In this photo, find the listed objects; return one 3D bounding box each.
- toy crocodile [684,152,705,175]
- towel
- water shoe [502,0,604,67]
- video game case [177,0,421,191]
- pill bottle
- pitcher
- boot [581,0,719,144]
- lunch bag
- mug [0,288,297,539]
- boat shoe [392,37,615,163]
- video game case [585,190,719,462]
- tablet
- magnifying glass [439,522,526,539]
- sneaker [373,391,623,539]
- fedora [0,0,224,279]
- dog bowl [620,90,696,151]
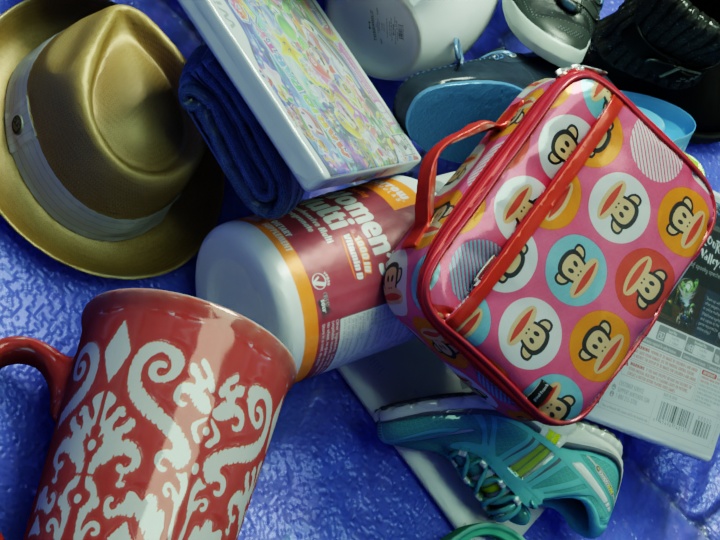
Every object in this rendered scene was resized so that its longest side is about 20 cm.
[{"bbox_3d":[0.172,-0.016,1.139,0.062,0.068,0.200,32,58,26],"label":"toy crocodile"},{"bbox_3d":[-0.061,-0.112,1.035,0.112,0.048,0.200,60,14,-18],"label":"towel"},{"bbox_3d":[0.154,-0.229,1.172,0.071,0.079,0.201,27,41,-12],"label":"water shoe"},{"bbox_3d":[-0.033,-0.118,0.993,0.144,0.018,0.200,57,19,4],"label":"video game case"},{"bbox_3d":[0.000,0.000,1.048,0.199,0.109,0.110,-18,80,-35],"label":"pill bottle"},{"bbox_3d":[0.052,-0.248,1.181,0.200,0.120,0.173,-50,142,-42],"label":"pitcher"},{"bbox_3d":[0.282,-0.178,1.310,0.209,0.158,0.080,8,64,-32],"label":"boot"},{"bbox_3d":[0.112,-0.023,1.002,0.176,0.082,0.201,41,75,-17],"label":"lunch bag"},{"bbox_3d":[-0.142,0.130,0.910,0.134,0.176,0.202,55,42,-52],"label":"mug"},{"bbox_3d":[0.097,-0.120,1.145,0.199,0.085,0.069,0,41,-41],"label":"boat shoe"},{"bbox_3d":[0.206,0.024,1.122,0.199,0.023,0.183,21,86,-36],"label":"video game case"},{"bbox_3d":[0.066,0.093,1.125,0.201,0.014,0.130,54,49,-4],"label":"tablet"},{"bbox_3d":[0.037,0.207,1.041,0.198,0.022,0.080,2,78,-31],"label":"magnifying glass"},{"bbox_3d":[0.098,0.129,1.078,0.199,0.077,0.080,19,71,-26],"label":"sneaker"},{"bbox_3d":[-0.153,-0.098,1.008,0.199,0.082,0.202,16,60,-30],"label":"fedora"},{"bbox_3d":[0.171,-0.089,1.229,0.199,0.111,0.050,-19,126,-39],"label":"dog bowl"}]
